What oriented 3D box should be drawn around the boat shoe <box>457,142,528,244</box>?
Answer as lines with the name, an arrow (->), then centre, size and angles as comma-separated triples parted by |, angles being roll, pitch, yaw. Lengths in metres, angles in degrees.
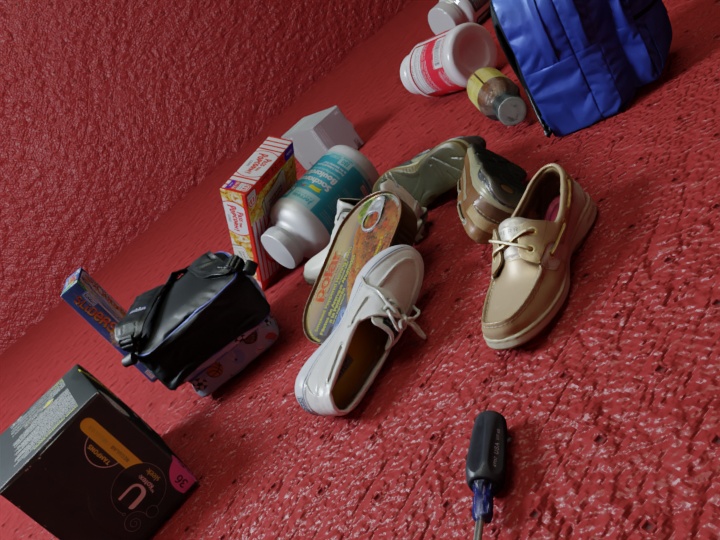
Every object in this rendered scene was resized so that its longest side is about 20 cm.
boat shoe -> 0.136, -0.086, 0.708 | 0.074, 0.076, 0.200 | -61, 0, 23

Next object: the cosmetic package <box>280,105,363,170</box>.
cosmetic package -> -0.089, -0.295, 1.453 | 0.090, 0.107, 0.200 | -44, 20, -14

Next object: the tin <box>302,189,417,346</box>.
tin -> 0.000, 0.000, 0.737 | 0.112, 0.042, 0.200 | -1, 60, 46

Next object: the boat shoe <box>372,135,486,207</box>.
boat shoe -> 0.094, -0.126, 0.876 | 0.066, 0.072, 0.201 | -29, 2, -36

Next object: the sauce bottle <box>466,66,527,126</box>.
sauce bottle -> 0.202, -0.256, 0.955 | 0.066, 0.066, 0.200 | -33, 23, 16

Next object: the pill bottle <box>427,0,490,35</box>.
pill bottle -> 0.269, -0.670, 1.608 | 0.200, 0.113, 0.113 | -45, 22, -16

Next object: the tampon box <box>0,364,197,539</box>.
tampon box -> -0.300, 0.210, 0.719 | 0.126, 0.150, 0.200 | -48, 23, -20

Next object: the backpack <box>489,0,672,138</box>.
backpack -> 0.257, -0.297, 0.758 | 0.168, 0.200, 0.163 | -23, 26, 36

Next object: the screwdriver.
screwdriver -> 0.072, 0.165, 0.384 | 0.028, 0.029, 0.200 | -25, 29, 31

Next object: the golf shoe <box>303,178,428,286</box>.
golf shoe -> -0.011, -0.053, 0.854 | 0.200, 0.097, 0.078 | -30, 24, 25

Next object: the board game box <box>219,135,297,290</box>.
board game box -> -0.152, -0.090, 1.036 | 0.046, 0.200, 0.152 | 16, 48, 17

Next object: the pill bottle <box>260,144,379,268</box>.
pill bottle -> -0.064, -0.096, 1.004 | 0.200, 0.111, 0.111 | -50, 23, -25

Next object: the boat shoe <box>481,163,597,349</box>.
boat shoe -> 0.146, -0.020, 0.564 | 0.074, 0.069, 0.200 | -16, 31, 46

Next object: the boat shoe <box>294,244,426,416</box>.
boat shoe -> 0.019, 0.053, 0.620 | 0.086, 0.075, 0.202 | -6, 41, 56

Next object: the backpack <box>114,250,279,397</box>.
backpack -> -0.209, 0.061, 0.874 | 0.200, 0.154, 0.191 | -34, 29, -5

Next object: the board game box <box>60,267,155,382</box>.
board game box -> -0.409, 0.089, 1.074 | 0.034, 0.200, 0.135 | -42, 22, -9

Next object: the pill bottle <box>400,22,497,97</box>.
pill bottle -> 0.161, -0.397, 1.239 | 0.112, 0.112, 0.200 | -45, 22, -15
